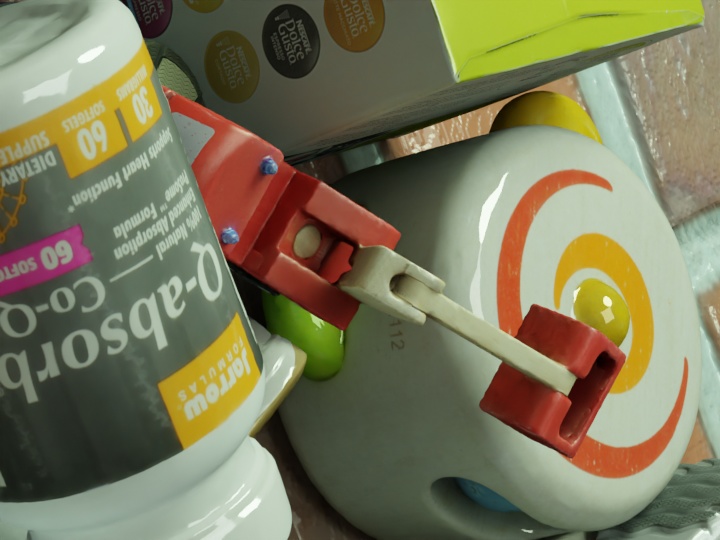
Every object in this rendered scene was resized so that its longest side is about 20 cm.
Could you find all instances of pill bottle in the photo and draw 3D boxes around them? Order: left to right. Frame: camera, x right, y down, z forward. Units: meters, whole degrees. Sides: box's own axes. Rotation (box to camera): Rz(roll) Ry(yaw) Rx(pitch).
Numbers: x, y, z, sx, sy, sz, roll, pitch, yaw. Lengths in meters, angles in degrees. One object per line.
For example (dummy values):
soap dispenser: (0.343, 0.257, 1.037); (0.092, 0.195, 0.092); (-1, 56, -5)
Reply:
pill bottle: (-0.099, 0.016, 0.787); (0.116, 0.116, 0.200); (-44, 121, -47)

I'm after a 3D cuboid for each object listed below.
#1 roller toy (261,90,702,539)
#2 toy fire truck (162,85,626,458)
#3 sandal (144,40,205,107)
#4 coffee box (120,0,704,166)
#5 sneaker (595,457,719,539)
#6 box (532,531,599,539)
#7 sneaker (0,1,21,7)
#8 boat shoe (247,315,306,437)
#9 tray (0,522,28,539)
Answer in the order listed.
roller toy: (0.064, 0.030, 1.043); (0.200, 0.140, 0.183); (-38, 108, -46)
toy fire truck: (0.000, 0.000, 0.882); (0.200, 0.141, 0.049); (32, 86, -50)
sandal: (-0.130, -0.008, 0.890); (0.201, 0.057, 0.080); (-57, 137, -16)
coffee box: (-0.002, -0.160, 1.001); (0.200, 0.197, 0.200); (-18, 90, -50)
sneaker: (0.141, 0.151, 1.036); (0.200, 0.075, 0.082); (-37, 114, -39)
box: (0.044, 0.168, 1.024); (0.200, 0.082, 0.069); (-14, 86, -48)
sneaker: (-0.155, -0.061, 0.877); (0.200, 0.087, 0.075); (-35, 103, -48)
boat shoe: (-0.102, 0.086, 0.908); (0.069, 0.071, 0.200); (38, 53, 1)
tray: (-0.125, 0.121, 0.775); (0.200, 0.022, 0.107); (61, 2, 41)
